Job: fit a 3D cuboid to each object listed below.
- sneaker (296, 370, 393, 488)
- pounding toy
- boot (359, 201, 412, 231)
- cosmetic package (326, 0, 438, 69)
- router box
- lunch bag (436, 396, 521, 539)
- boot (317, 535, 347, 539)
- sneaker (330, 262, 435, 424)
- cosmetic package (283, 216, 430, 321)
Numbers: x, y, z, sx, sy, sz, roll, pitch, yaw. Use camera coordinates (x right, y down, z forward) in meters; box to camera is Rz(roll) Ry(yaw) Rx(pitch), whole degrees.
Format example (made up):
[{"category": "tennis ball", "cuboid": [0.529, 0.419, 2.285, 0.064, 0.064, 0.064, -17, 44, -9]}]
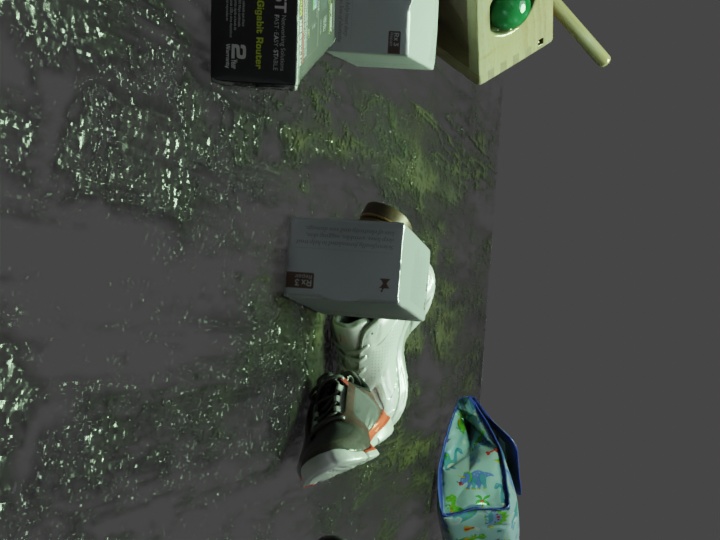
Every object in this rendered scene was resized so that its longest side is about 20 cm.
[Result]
[{"category": "sneaker", "cuboid": [-0.027, 0.136, 1.872, 0.200, 0.077, 0.082, -42, 109, -79]}, {"category": "pounding toy", "cuboid": [0.132, -0.288, 2.079, 0.142, 0.200, 0.184, -33, 143, -23]}, {"category": "boot", "cuboid": [0.019, 0.015, 2.111, 0.076, 0.074, 0.200, -61, 157, -24]}, {"category": "cosmetic package", "cuboid": [0.022, -0.243, 1.911, 0.200, 0.081, 0.113, 1, 93, -80]}, {"category": "router box", "cuboid": [-0.057, -0.236, 1.432, 0.150, 0.062, 0.200, -64, 157, -71]}, {"category": "lunch bag", "cuboid": [0.172, 0.310, 3.084, 0.170, 0.127, 0.200, 79, 4, -52]}, {"category": "boot", "cuboid": [-0.049, 0.355, 1.864, 0.200, 0.068, 0.189, -46, 148, -66]}, {"category": "sneaker", "cuboid": [-0.001, 0.074, 1.995, 0.099, 0.078, 0.200, 8, 95, -54]}, {"category": "cosmetic package", "cuboid": [0.000, 0.000, 1.811, 0.200, 0.101, 0.074, 46, 48, -81]}]
